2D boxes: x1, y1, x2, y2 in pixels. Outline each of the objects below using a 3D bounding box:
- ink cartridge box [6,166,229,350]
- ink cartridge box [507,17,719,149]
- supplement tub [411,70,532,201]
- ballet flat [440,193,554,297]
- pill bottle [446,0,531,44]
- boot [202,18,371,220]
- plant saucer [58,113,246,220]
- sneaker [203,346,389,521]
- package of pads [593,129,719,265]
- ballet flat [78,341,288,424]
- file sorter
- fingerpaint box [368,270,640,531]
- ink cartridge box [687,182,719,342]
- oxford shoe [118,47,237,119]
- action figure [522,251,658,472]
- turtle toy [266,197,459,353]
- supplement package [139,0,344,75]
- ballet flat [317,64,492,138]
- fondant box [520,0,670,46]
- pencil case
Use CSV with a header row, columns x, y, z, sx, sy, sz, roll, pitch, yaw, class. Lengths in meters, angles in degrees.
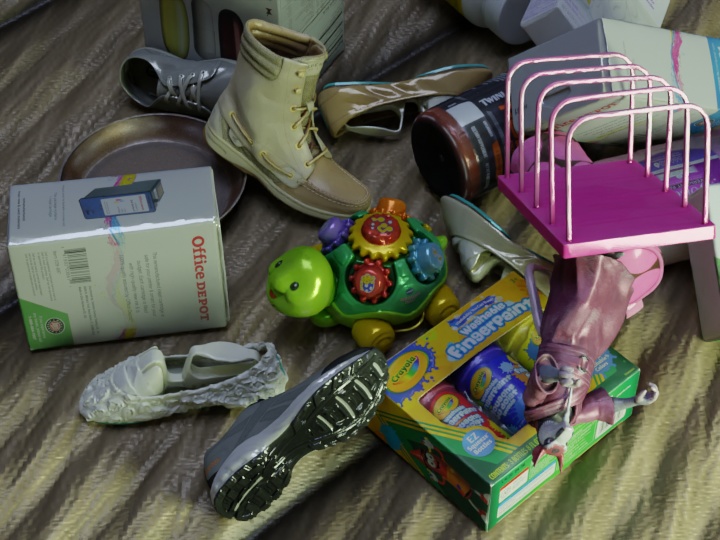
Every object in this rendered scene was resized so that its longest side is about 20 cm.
x,y,z,sx,sy,sz,roll,pitch,yaw,class
-0.230,-0.011,1.599,0.197,0.146,0.088,-6,44,-4,ink cartridge box
0.268,-0.186,1.683,0.198,0.144,0.086,2,78,-37,ink cartridge box
0.158,-0.155,1.764,0.199,0.108,0.107,-28,52,-23,supplement tub
0.142,-0.005,1.656,0.199,0.070,0.069,34,55,27,ballet flat
0.140,-0.358,1.954,0.113,0.115,0.200,-25,51,-22,pill bottle
-0.057,-0.153,1.712,0.199,0.156,0.073,33,36,11,boot
-0.218,-0.090,1.754,0.198,0.032,0.202,0,47,0,plant saucer
-0.062,0.131,1.479,0.199,0.074,0.079,-38,41,1,sneaker
0.330,-0.072,1.706,0.198,0.076,0.121,-14,44,-14,package of pads
-0.167,0.095,1.554,0.197,0.072,0.072,-7,46,-5,ballet flat
0.214,-0.110,1.474,0.137,0.127,0.200,-7,21,-10,file sorter
0.129,0.114,1.529,0.199,0.074,0.167,-33,55,-28,fingerpaint box
0.425,-0.016,1.605,0.197,0.083,0.149,-6,83,-7,ink cartridge box
-0.184,-0.199,1.825,0.198,0.076,0.058,16,25,24,oxford shoe
0.172,0.075,1.445,0.148,0.134,0.202,3,66,44,action figure
0.000,0.000,1.619,0.198,0.102,0.146,-22,50,-20,turtle toy
-0.133,-0.313,1.851,0.190,0.201,0.147,21,50,20,supplement package
0.053,-0.181,1.833,0.197,0.069,0.064,-9,74,-5,ballet flat
0.268,-0.292,1.872,0.058,0.144,0.201,-23,29,40,fondant box
0.217,-0.047,1.617,0.090,0.094,0.201,-30,45,5,pencil case
